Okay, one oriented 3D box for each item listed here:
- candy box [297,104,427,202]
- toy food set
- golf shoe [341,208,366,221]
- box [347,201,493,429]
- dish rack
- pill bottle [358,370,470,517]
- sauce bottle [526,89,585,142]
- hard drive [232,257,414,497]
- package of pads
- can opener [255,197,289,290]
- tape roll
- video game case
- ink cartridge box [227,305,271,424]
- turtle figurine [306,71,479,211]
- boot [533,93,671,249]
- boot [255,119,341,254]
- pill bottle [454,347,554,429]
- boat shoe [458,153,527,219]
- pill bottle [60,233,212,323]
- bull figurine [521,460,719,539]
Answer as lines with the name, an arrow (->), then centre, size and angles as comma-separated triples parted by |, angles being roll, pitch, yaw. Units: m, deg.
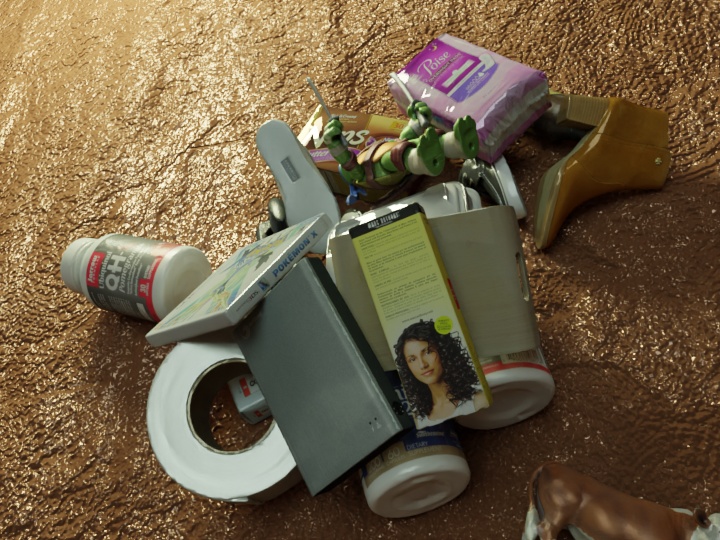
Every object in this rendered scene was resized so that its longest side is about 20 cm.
candy box -> 0.001, -0.167, 1.092 | 0.200, 0.057, 0.117 | 18, 64, 28
toy food set -> 0.070, 0.022, 0.770 | 0.199, 0.060, 0.144 | -10, 86, 14
golf shoe -> 0.000, 0.000, 0.955 | 0.094, 0.078, 0.200 | -23, 49, -10
box -> 0.057, 0.041, 0.716 | 0.075, 0.050, 0.201 | -22, 83, 14
dish rack -> 0.042, -0.023, 0.862 | 0.199, 0.044, 0.172 | -20, 44, 21
pill bottle -> 0.036, 0.152, 0.822 | 0.111, 0.111, 0.200 | -23, 52, 4
sauce bottle -> 0.248, -0.214, 1.028 | 0.200, 0.065, 0.065 | 34, 73, 33
hard drive -> -0.045, 0.107, 0.771 | 0.140, 0.033, 0.200 | -44, 65, 31
package of pads -> 0.142, -0.232, 0.997 | 0.120, 0.076, 0.200 | -42, 46, -7
can opener -> -0.108, -0.018, 0.999 | 0.063, 0.079, 0.200 | -20, 37, 2
tape roll -> -0.136, 0.160, 0.859 | 0.202, 0.071, 0.203 | -3, 70, 8
video game case -> -0.145, 0.013, 0.887 | 0.200, 0.022, 0.182 | -17, 25, 49
ink cartridge box -> -0.084, 0.078, 0.959 | 0.200, 0.050, 0.162 | -31, 52, 2
turtle figurine -> 0.034, -0.174, 0.908 | 0.194, 0.144, 0.201 | 8, 84, 47
boot -> 0.300, -0.111, 0.929 | 0.144, 0.071, 0.202 | 13, 94, -6
boot -> -0.070, -0.108, 1.024 | 0.073, 0.096, 0.200 | -27, 77, 12
pill bottle -> 0.133, 0.063, 0.846 | 0.114, 0.114, 0.200 | -18, 52, 8
boat shoe -> 0.160, -0.133, 1.003 | 0.066, 0.070, 0.200 | -26, 51, 11
pill bottle -> -0.316, 0.008, 1.055 | 0.199, 0.111, 0.111 | 10, 61, 26
bull figurine -> 0.243, 0.253, 0.702 | 0.200, 0.065, 0.122 | 18, 62, 31
